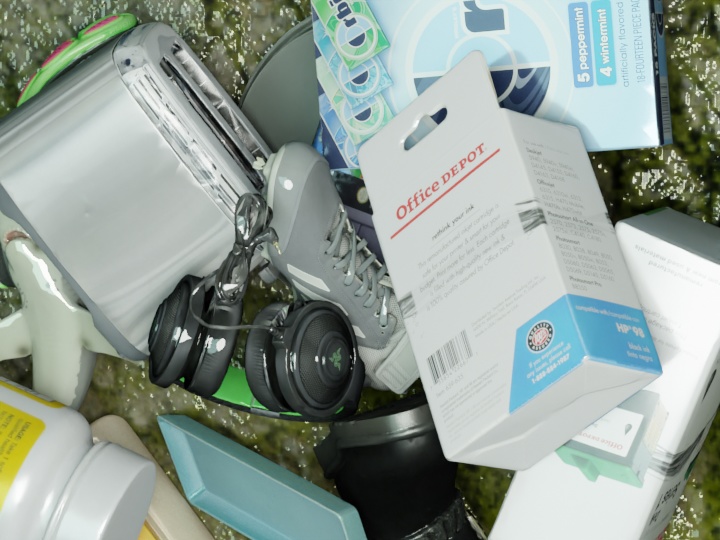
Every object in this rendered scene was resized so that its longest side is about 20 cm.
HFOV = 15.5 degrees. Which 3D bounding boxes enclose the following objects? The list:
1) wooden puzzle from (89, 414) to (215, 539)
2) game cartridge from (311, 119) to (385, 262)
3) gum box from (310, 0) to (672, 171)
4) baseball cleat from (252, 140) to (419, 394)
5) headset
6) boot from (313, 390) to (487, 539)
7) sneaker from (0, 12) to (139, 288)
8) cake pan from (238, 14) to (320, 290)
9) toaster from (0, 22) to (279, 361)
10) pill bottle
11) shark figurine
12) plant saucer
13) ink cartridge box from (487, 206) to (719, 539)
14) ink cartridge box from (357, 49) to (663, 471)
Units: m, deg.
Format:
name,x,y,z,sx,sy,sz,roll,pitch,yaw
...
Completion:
name,x,y,z,sx,sy,sz,roll,pitch,yaw
wooden puzzle,-0.173,0.210,1.628,0.200,0.037,0.185,-35,80,-22
game cartridge,0.041,-0.086,1.560,0.129,0.038,0.201,20,100,11
gum box,0.071,-0.148,1.506,0.199,0.045,0.171,-4,93,17
baseball cleat,0.000,0.000,1.520,0.106,0.200,0.070,12,58,17
headset,-0.059,0.030,1.492,0.123,0.200,0.094,11,72,9
boot,0.042,0.153,1.538,0.079,0.211,0.158,-21,82,-10
sneaker,-0.185,-0.074,1.662,0.084,0.077,0.200,31,107,-4
cake pan,0.008,-0.066,1.608,0.199,0.037,0.201,1,95,18
toaster,-0.133,-0.056,1.565,0.129,0.114,0.200,-35,100,16
pill bottle,-0.231,0.118,1.580,0.199,0.114,0.115,23,101,10
shark figurine,-0.196,0.065,1.661,0.128,0.089,0.215,26,114,10
plant saucer,-0.055,0.140,1.589,0.200,0.019,0.070,22,137,50
ink cartridge box,0.159,0.072,1.511,0.084,0.146,0.201,24,102,13
ink cartridge box,0.079,-0.006,1.447,0.116,0.067,0.201,-39,55,37
